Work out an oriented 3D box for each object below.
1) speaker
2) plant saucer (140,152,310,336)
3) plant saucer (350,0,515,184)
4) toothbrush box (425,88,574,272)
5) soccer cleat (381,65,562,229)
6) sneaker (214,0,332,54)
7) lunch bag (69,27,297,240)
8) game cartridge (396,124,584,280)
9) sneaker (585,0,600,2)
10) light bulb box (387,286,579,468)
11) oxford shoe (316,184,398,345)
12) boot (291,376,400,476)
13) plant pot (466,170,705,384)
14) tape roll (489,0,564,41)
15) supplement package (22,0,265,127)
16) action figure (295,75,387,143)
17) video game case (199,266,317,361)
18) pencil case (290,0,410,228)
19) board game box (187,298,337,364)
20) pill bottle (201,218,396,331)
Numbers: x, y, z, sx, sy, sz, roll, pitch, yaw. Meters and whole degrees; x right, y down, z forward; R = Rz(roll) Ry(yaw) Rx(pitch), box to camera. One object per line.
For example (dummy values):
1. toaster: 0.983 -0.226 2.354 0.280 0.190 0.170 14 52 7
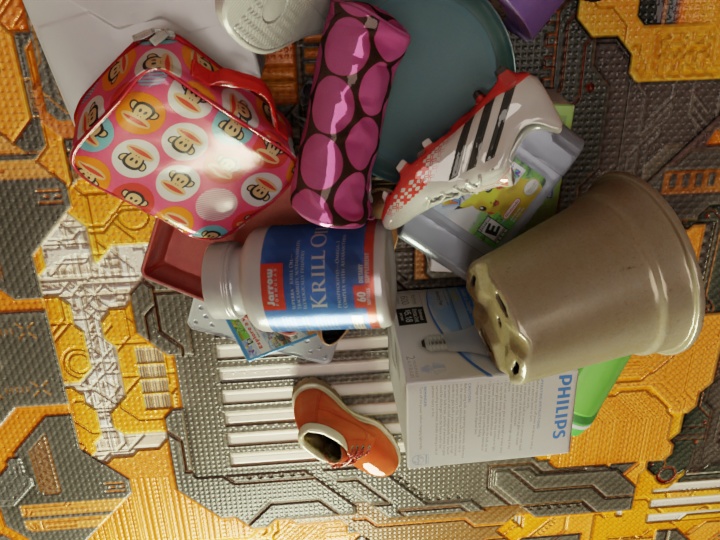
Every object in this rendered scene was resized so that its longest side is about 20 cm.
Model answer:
1. speaker: 0.313 0.121 0.936 0.086 0.089 0.204 17 113 -13
2. plant saucer: -0.131 -0.053 0.801 0.195 0.037 0.204 21 103 -4
3. plant saucer: 0.057 -0.188 0.692 0.194 0.027 0.206 4 106 14
4. toothbrush box: 0.154 -0.106 0.813 0.141 0.087 0.205 1 115 -4
5. soccer cleat: 0.101 -0.098 0.655 0.200 0.068 0.086 -44 78 16
6. sneaker: -0.095 -0.266 0.626 0.118 0.200 0.074 42 121 6
7. lunch bag: -0.158 -0.128 0.667 0.174 0.083 0.198 -34 138 25
8. game cartridge: 0.131 -0.093 0.752 0.131 0.041 0.202 30 111 -11
9. sneaker: 0.210 -0.355 0.698 0.198 0.091 0.076 37 109 -18
10. light bulb box: 0.139 0.121 0.857 0.194 0.200 0.128 -5 119 -3
11. oxford shoe: 0.000 0.000 0.811 0.070 0.072 0.204 18 110 -12
12. boot: -0.017 0.244 0.954 0.199 0.108 0.075 39 106 -22
13. plant pot: 0.217 0.023 0.727 0.179 0.201 0.205 -19 117 -9
14. tape roll: 0.115 -0.315 0.645 0.198 0.201 0.085 37 107 -20
15. supplement package: -0.210 -0.255 0.696 0.194 0.112 0.159 -14 116 2
16. action figure: -0.001 -0.213 0.749 0.127 0.069 0.205 15 106 5
17. video game case: -0.081 0.019 0.861 0.195 0.018 0.146 -21 116 5
18. pencil case: -0.007 -0.146 0.662 0.091 0.091 0.205 7 109 -22
19. board game box: -0.102 0.006 0.878 0.195 0.026 0.204 16 113 -12
20. pill bottle: -0.063 0.007 0.735 0.194 0.113 0.115 -4 117 9
